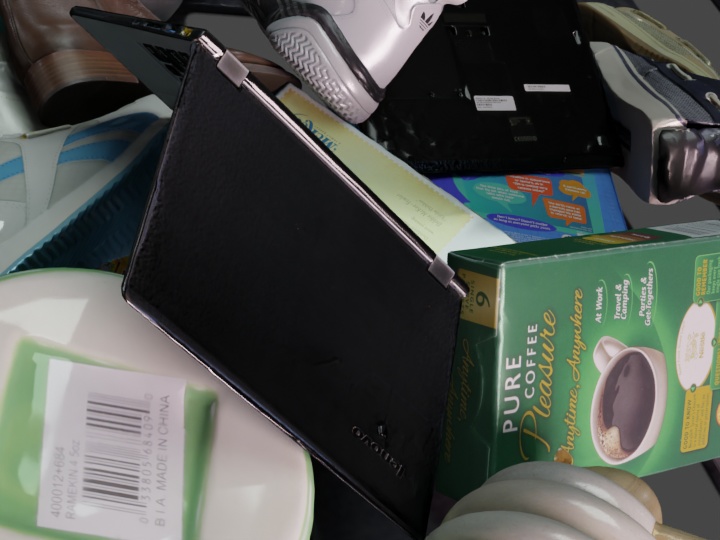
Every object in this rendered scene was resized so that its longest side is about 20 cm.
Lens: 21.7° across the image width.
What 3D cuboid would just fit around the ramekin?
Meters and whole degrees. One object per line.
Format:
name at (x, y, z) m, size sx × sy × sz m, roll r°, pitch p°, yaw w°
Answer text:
ramekin at (-0.114, 0.096, 0.748) m, size 0.198 × 0.098 × 0.202 m, roll 14°, pitch 49°, yaw -16°

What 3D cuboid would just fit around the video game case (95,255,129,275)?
video game case at (-0.189, 0.025, 0.875) m, size 0.179 × 0.026 × 0.201 m, roll 22°, pitch 41°, yaw -5°

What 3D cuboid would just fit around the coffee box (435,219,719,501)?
coffee box at (0.125, 0.042, 0.933) m, size 0.198 × 0.125 × 0.044 m, roll -9°, pitch 16°, yaw -38°

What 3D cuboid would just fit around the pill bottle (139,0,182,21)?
pill bottle at (-0.141, -0.215, 1.143) m, size 0.111 × 0.113 × 0.201 m, roll 21°, pitch 37°, yaw 1°

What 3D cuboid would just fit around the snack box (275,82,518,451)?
snack box at (0.000, 0.000, 0.969) m, size 0.199 × 0.037 × 0.116 m, roll 36°, pitch 67°, yaw 19°

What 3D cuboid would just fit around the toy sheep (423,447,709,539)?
toy sheep at (0.076, 0.155, 0.777) m, size 0.137 × 0.139 × 0.200 m, roll 28°, pitch 43°, yaw 10°

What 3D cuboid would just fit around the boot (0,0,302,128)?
boot at (-0.135, -0.167, 1.010) m, size 0.185 × 0.064 × 0.201 m, roll 2°, pitch 54°, yaw -49°

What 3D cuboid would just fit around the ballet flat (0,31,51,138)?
ballet flat at (-0.222, -0.108, 0.977) m, size 0.199 × 0.070 × 0.069 m, roll 26°, pitch 36°, yaw 25°

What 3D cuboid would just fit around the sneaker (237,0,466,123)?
sneaker at (-0.025, -0.184, 1.031) m, size 0.200 × 0.115 × 0.075 m, roll 50°, pitch 4°, yaw 22°

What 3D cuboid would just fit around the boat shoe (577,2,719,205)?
boat shoe at (0.211, -0.114, 1.225) m, size 0.064 × 0.073 × 0.200 m, roll -11°, pitch 42°, yaw -34°

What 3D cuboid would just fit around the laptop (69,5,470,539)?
laptop at (-0.052, -0.005, 0.815) m, size 0.187 × 0.116 × 0.199 m, roll 43°, pitch -13°, yaw -33°

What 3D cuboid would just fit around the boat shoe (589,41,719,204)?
boat shoe at (0.195, -0.092, 1.146) m, size 0.092 × 0.075 × 0.200 m, roll -5°, pitch 25°, yaw -8°

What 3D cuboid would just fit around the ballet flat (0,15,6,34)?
ballet flat at (-0.217, -0.137, 1.048) m, size 0.199 × 0.074 × 0.073 m, roll 31°, pitch 38°, yaw 22°

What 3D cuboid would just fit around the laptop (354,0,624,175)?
laptop at (0.039, -0.130, 1.136) m, size 0.175 × 0.103 × 0.202 m, roll -4°, pitch 68°, yaw -28°

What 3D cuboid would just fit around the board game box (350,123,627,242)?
board game box at (0.073, -0.058, 1.107) m, size 0.150 × 0.045 × 0.201 m, roll 10°, pitch 39°, yaw -13°

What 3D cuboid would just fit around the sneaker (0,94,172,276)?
sneaker at (-0.147, -0.039, 0.889) m, size 0.080 × 0.077 × 0.200 m, roll 28°, pitch 36°, yaw 14°
